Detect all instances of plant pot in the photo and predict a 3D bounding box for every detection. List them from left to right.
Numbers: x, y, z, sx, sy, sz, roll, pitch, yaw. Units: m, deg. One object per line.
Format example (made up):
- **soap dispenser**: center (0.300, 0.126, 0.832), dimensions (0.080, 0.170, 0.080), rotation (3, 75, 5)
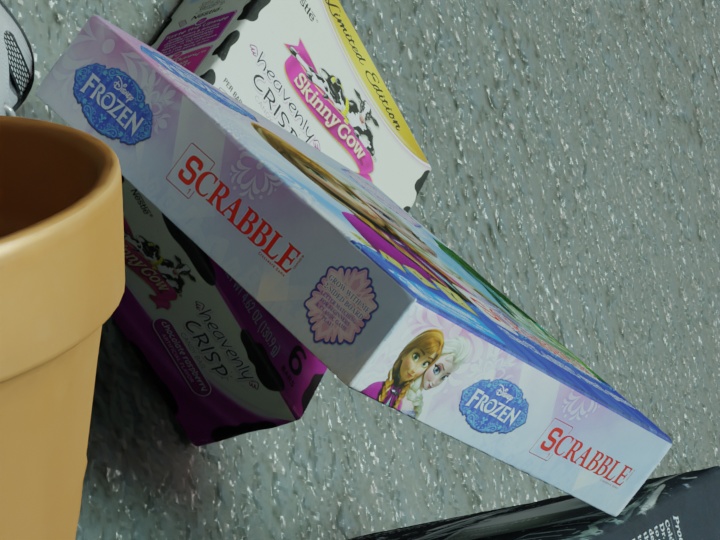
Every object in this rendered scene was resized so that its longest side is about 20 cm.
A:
- **plant pot**: center (-0.167, 0.043, 0.814), dimensions (0.200, 0.200, 0.140), rotation (-36, 126, -59)

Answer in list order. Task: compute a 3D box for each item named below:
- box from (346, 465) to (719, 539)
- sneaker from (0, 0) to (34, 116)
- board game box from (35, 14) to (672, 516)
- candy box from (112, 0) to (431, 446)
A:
- **box**: center (0.042, 0.172, 1.081), dimensions (0.197, 0.200, 0.124), rotation (-12, 88, -61)
- **sneaker**: center (-0.149, -0.041, 0.978), dimensions (0.140, 0.078, 0.200), rotation (-58, 140, -65)
- **board game box**: center (0.000, 0.000, 0.999), dimensions (0.199, 0.041, 0.200), rotation (41, 7, 36)
- **candy box**: center (-0.048, -0.039, 1.163), dimensions (0.136, 0.061, 0.200), rotation (60, 32, -25)
